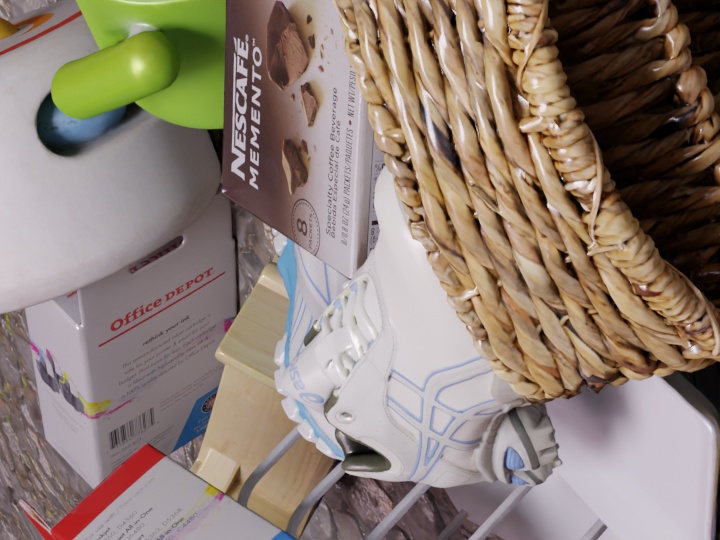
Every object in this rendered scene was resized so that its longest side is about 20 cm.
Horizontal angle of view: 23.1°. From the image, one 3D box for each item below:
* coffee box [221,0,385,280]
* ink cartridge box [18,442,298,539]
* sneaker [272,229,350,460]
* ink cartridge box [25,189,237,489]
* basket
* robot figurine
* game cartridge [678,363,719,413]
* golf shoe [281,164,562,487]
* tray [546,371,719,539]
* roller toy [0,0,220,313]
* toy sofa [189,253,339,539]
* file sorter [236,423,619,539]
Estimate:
[{"bbox_3d":[0.007,-0.111,0.672,0.113,0.079,0.202,33,126,52],"label":"coffee box"},{"bbox_3d":[-0.069,0.159,0.831,0.199,0.067,0.117,24,149,49],"label":"ink cartridge box"},{"bbox_3d":[0.000,0.000,0.806,0.201,0.074,0.087,-104,25,-42],"label":"sneaker"},{"bbox_3d":[-0.138,0.030,1.074,0.068,0.115,0.201,40,146,31],"label":"ink cartridge box"},{"bbox_3d":[0.089,-0.074,0.522,0.148,0.143,0.201,-14,106,29],"label":"basket"},{"bbox_3d":[-0.072,-0.142,0.771,0.115,0.177,0.200,10,154,16],"label":"robot figurine"},{"bbox_3d":[0.081,-0.030,0.744,0.133,0.040,0.201,17,131,48],"label":"game cartridge"},{"bbox_3d":[0.015,0.029,0.630,0.201,0.096,0.079,71,-171,-55],"label":"golf shoe"},{"bbox_3d":[0.087,0.041,0.712,0.200,0.022,0.108,47,151,46],"label":"tray"},{"bbox_3d":[-0.180,-0.074,0.974,0.200,0.181,0.141,-92,-19,-72],"label":"roller toy"},{"bbox_3d":[-0.039,0.073,1.009,0.082,0.098,0.200,28,146,4],"label":"toy sofa"},{"bbox_3d":[0.055,0.140,0.824,0.199,0.124,0.139,23,150,49],"label":"file sorter"}]
